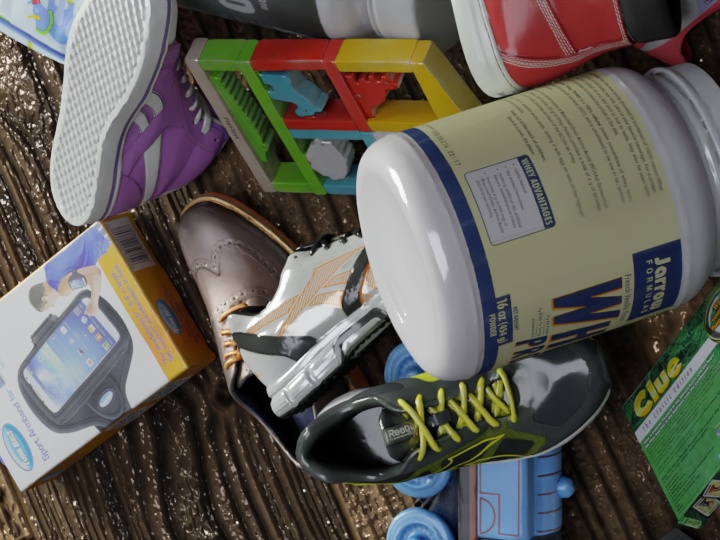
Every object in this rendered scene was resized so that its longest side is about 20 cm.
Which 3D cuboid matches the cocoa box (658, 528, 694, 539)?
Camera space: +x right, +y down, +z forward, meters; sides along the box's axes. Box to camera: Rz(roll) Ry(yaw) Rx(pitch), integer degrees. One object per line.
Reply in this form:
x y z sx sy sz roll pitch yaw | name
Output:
0.177 0.284 1.574 0.131 0.133 0.201 32 114 20 | cocoa box

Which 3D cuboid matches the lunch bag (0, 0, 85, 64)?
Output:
-0.205 -0.230 1.728 0.200 0.082 0.161 29 112 22 | lunch bag

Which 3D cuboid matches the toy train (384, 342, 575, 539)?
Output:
0.078 0.114 1.631 0.114 0.087 0.201 4 101 23 | toy train

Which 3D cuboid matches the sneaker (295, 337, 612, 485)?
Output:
0.053 0.091 1.548 0.199 0.085 0.075 -21 90 20 | sneaker

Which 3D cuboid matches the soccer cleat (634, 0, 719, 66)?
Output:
0.218 -0.202 1.507 0.073 0.068 0.200 40 117 -4 | soccer cleat

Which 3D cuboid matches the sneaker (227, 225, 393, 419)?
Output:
0.000 0.000 1.608 0.200 0.074 0.080 -42 81 11 | sneaker

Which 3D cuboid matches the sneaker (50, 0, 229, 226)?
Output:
-0.127 -0.121 1.679 0.073 0.114 0.201 55 143 27 | sneaker

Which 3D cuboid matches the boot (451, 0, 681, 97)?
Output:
0.108 -0.214 1.489 0.144 0.072 0.201 -19 93 25 | boot

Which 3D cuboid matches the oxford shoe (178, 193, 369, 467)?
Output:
-0.062 0.038 1.693 0.071 0.073 0.200 -40 79 30 | oxford shoe

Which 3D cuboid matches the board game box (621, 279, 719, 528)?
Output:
0.229 0.044 1.532 0.200 0.023 0.105 -55 36 26 | board game box

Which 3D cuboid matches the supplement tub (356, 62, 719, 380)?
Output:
0.112 -0.032 1.499 0.199 0.145 0.146 -18 90 -13 | supplement tub

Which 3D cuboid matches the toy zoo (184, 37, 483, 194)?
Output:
0.004 -0.092 1.621 0.199 0.021 0.131 3 144 30 | toy zoo

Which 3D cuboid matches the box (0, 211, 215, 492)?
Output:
-0.204 0.063 1.808 0.200 0.041 0.119 -36 81 28 | box

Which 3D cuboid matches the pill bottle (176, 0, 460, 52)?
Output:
-0.031 -0.200 1.615 0.199 0.114 0.114 15 107 27 | pill bottle
